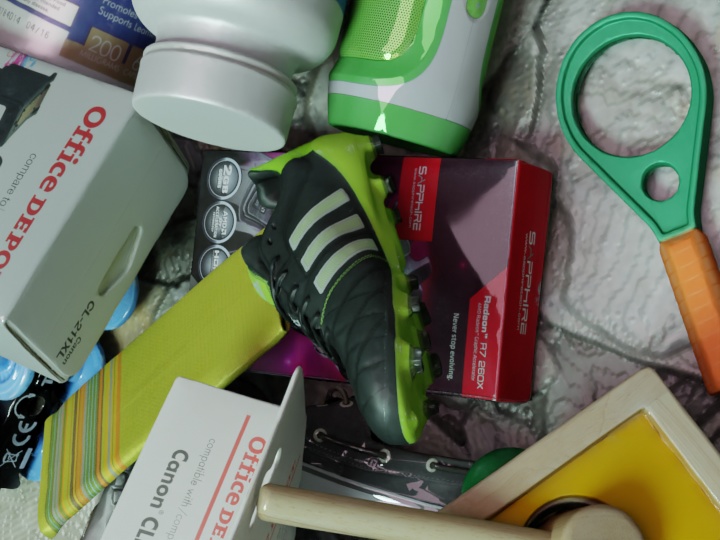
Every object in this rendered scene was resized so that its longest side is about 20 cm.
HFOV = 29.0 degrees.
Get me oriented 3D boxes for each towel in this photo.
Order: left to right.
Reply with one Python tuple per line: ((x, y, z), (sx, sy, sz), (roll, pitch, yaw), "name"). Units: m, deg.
((-0.108, 0.062, 0.755), (0.200, 0.018, 0.086), (-40, 36, 24), "towel")

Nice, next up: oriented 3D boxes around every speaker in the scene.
((0.041, -0.167, 0.740), (0.088, 0.088, 0.202), (15, 91, 27), "speaker")

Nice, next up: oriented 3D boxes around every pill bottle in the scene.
((-0.136, -0.206, 0.818), (0.110, 0.111, 0.201), (28, 98, 26), "pill bottle")
((-0.056, -0.170, 0.723), (0.111, 0.112, 0.202), (9, 80, 27), "pill bottle")

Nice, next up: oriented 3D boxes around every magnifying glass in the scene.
((0.156, -0.036, 0.705), (0.079, 0.022, 0.202), (-22, 74, 23), "magnifying glass")

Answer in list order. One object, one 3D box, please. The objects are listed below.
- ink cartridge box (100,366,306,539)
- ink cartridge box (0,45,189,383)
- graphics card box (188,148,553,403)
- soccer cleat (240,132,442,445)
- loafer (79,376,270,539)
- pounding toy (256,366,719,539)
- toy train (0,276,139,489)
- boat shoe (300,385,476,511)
((-0.075, 0.134, 0.652), (0.067, 0.201, 0.117), (15, 51, 6), "ink cartridge box")
((-0.218, -0.048, 0.772), (0.199, 0.083, 0.147), (20, 70, 22), "ink cartridge box")
((0.000, 0.000, 0.763), (0.198, 0.051, 0.127), (5, 88, 29), "graphics card box")
((-0.012, 0.010, 0.664), (0.080, 0.068, 0.201), (-17, 42, 4), "soccer cleat")
((-0.124, 0.143, 0.797), (0.073, 0.071, 0.201), (37, 86, -10), "loafer")
((0.086, 0.144, 0.610), (0.183, 0.142, 0.201), (-33, 71, -11), "pounding toy")
((-0.214, 0.041, 0.852), (0.114, 0.086, 0.201), (33, 101, 34), "toy train")
((-0.001, 0.096, 0.732), (0.198, 0.070, 0.067), (17, 81, 15), "boat shoe")
